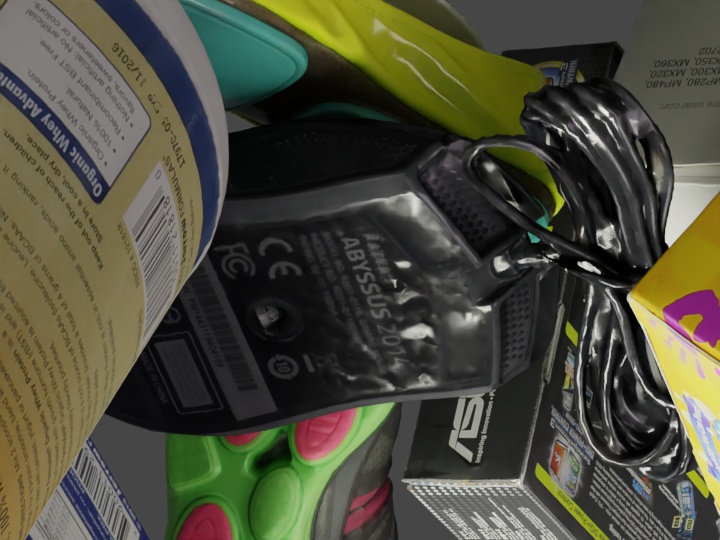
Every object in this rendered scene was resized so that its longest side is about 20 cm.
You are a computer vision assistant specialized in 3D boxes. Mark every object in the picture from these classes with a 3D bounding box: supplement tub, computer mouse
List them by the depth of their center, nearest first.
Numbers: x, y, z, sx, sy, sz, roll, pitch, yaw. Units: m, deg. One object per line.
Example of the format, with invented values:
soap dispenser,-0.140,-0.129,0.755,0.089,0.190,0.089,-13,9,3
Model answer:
supplement tub,-0.128,0.012,0.611,0.200,0.143,0.145,-61,146,-43
computer mouse,0.000,0.000,0.777,0.053,0.199,0.139,-74,153,-48

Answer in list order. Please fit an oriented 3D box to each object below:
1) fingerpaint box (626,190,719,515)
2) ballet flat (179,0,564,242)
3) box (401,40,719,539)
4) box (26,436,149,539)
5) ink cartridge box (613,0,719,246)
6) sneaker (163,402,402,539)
fingerpaint box,0.172,0.015,0.759,0.167,0.073,0.200,-46,146,-12
ballet flat,-0.017,-0.069,0.789,0.199,0.067,0.067,26,59,-32
box,0.091,0.043,0.925,0.200,0.044,0.161,46,51,-49
box,-0.078,0.114,0.712,0.032,0.200,0.122,-26,106,9
ink cartridge box,0.159,-0.061,0.911,0.145,0.084,0.201,56,46,-41
sneaker,-0.023,0.066,0.860,0.084,0.076,0.201,-5,112,-77
